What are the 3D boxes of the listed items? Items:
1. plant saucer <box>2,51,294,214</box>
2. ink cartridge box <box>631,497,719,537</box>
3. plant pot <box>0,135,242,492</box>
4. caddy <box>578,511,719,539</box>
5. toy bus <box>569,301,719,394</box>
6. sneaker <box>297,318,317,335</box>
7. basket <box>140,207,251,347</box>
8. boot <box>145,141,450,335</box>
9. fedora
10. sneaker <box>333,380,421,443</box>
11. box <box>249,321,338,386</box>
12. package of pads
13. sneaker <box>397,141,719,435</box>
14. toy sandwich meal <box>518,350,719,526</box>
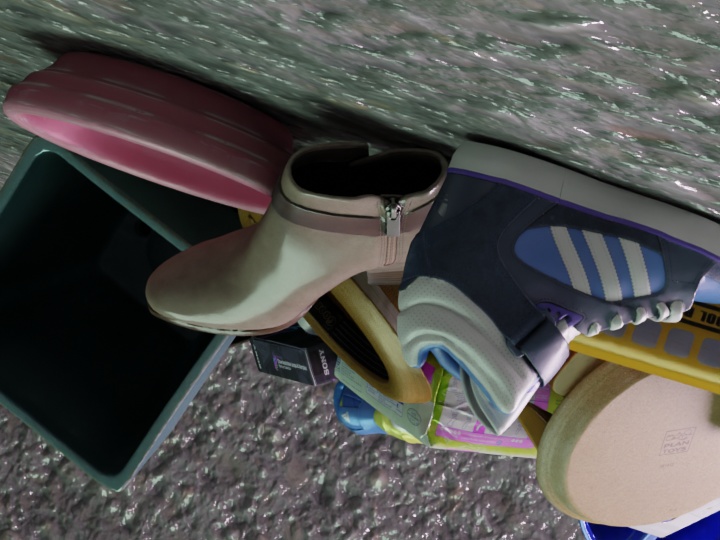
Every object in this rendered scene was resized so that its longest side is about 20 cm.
[{"bbox_3d":[-0.122,-0.088,1.385,0.200,0.051,0.201,19,175,2],"label":"plant saucer"},{"bbox_3d":[0.276,0.123,1.571,0.200,0.057,0.163,-23,160,17],"label":"ink cartridge box"},{"bbox_3d":[-0.172,0.008,1.666,0.196,0.196,0.200,37,-158,6],"label":"plant pot"},{"bbox_3d":[0.251,0.147,1.773,0.141,0.200,0.105,21,-163,-17],"label":"caddy"},{"bbox_3d":[0.177,0.020,1.297,0.200,0.078,0.065,16,174,23],"label":"toy bus"},{"bbox_3d":[-0.010,0.004,1.672,0.078,0.100,0.200,22,174,-16],"label":"sneaker"},{"bbox_3d":[-0.138,0.003,1.985,0.180,0.136,0.200,13,178,4],"label":"basket"},{"bbox_3d":[-0.034,-0.026,1.302,0.200,0.070,0.146,-11,157,-4],"label":"boot"},{"bbox_3d":[0.000,0.000,1.519,0.201,0.082,0.201,47,168,13],"label":"fedora"},{"bbox_3d":[0.038,0.085,1.791,0.105,0.076,0.200,0,-169,18],"label":"sneaker"},{"bbox_3d":[0.026,0.044,1.755,0.200,0.036,0.143,-15,-173,-18],"label":"box"},{"bbox_3d":[0.103,0.086,1.630,0.200,0.068,0.154,8,-168,-29],"label":"package of pads"},{"bbox_3d":[0.116,0.027,1.203,0.200,0.147,0.081,20,175,-12],"label":"sneaker"},{"bbox_3d":[0.188,0.084,1.434,0.205,0.205,0.070,23,-151,-40],"label":"toy sandwich meal"}]
